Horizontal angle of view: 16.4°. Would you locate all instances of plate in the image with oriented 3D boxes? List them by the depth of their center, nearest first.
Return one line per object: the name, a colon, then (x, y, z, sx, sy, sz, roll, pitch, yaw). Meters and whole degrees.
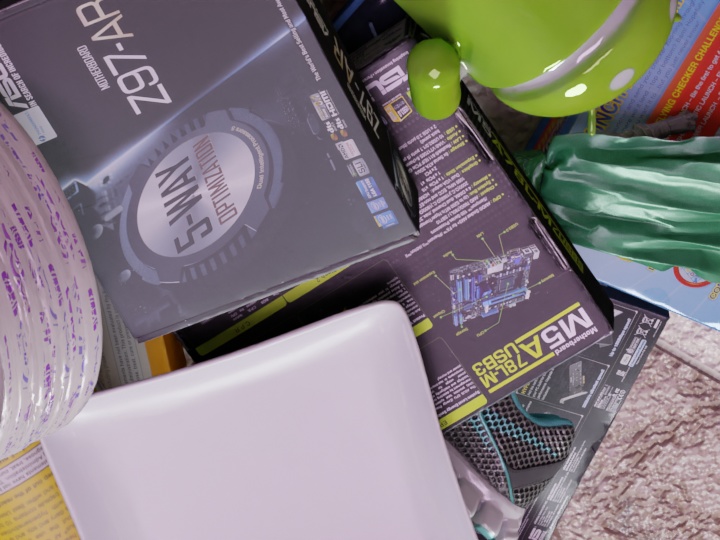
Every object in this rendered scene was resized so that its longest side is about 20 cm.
plate: (-0.045, 0.126, 1.311, 0.199, 0.032, 0.200, -18, 112, 2)

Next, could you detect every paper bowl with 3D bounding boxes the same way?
paper bowl: (-0.224, 0.005, 1.202, 0.104, 0.200, 0.201, -26, 132, -36)

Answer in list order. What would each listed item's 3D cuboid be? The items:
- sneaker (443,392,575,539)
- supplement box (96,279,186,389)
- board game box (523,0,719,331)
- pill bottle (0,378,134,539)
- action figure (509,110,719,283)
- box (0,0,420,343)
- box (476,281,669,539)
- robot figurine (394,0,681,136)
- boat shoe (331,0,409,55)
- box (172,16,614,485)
sneaker: (0.040, 0.058, 1.404, 0.091, 0.078, 0.200, -45, 105, -4)
supplement box: (-0.208, 0.033, 1.431, 0.199, 0.074, 0.126, -8, 122, 2)
board game box: (0.208, -0.069, 1.382, 0.195, 0.056, 0.200, 22, 120, -14)
pill bottle: (-0.161, 0.135, 1.369, 0.112, 0.113, 0.200, -25, 110, 15)
action figure: (0.165, -0.042, 1.333, 0.199, 0.055, 0.118, 6, 124, -9)
box: (-0.082, -0.075, 1.213, 0.160, 0.044, 0.200, -20, 123, 13)
box: (0.069, 0.069, 1.472, 0.157, 0.050, 0.200, 18, 120, -11)
robot figurine: (0.073, -0.156, 1.214, 0.200, 0.116, 0.176, 41, 83, -27)
boat shoe: (0.000, -0.096, 1.354, 0.069, 0.084, 0.200, 36, 131, 0)
box: (0.000, 0.000, 1.309, 0.200, 0.048, 0.193, -32, 107, 15)
